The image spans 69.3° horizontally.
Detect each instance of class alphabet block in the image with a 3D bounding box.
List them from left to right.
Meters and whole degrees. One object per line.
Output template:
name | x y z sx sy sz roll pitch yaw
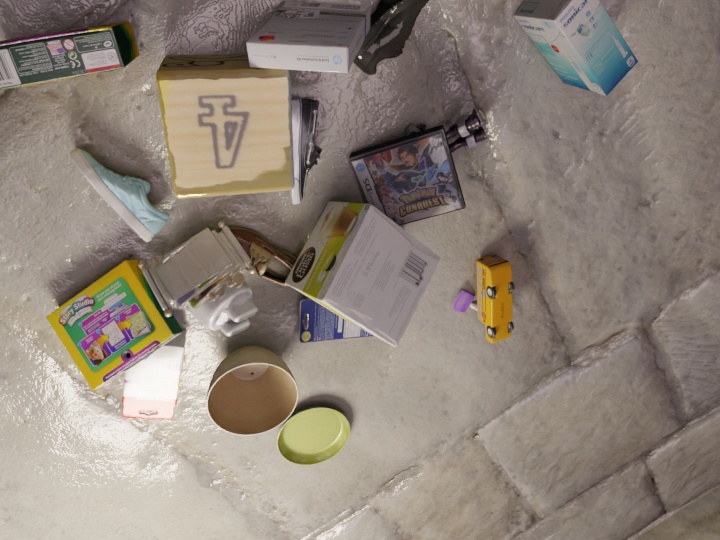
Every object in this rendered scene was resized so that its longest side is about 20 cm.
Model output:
alphabet block | -0.223 -0.251 0.883 0.196 0.196 0.200 -6 118 -13

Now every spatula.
spatula | 0.313 0.105 1.344 0.198 0.021 0.057 25 104 -28

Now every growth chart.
growth chart | -0.306 -0.001 0.979 0.198 0.146 0.018 -29 165 -4

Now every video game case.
video game case | 0.099 -0.184 1.073 0.197 0.026 0.182 -13 124 18

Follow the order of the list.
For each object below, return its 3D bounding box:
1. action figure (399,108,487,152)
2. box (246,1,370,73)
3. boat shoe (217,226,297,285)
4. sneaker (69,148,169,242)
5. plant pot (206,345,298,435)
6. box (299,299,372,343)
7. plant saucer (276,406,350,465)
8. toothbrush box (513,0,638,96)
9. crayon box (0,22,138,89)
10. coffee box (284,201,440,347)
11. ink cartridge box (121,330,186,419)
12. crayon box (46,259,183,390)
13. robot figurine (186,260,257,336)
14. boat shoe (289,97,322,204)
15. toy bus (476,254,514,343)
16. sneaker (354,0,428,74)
action figure | 0.159 -0.252 1.075 0.198 0.070 0.131 -25 130 15
box | -0.074 -0.376 0.827 0.153 0.202 0.042 6 132 8
boat shoe | -0.207 -0.026 1.080 0.198 0.074 0.076 23 110 -27
sneaker | -0.434 -0.151 0.955 0.082 0.074 0.201 -45 123 -17
plant pot | -0.249 0.250 1.184 0.197 0.135 0.203 -8 121 -13
box | -0.049 0.106 1.227 0.196 0.032 0.123 -4 119 -17
plant saucer | -0.126 0.434 1.385 0.196 0.031 0.203 -8 119 -13
toothbrush box | 0.411 -0.446 0.998 0.199 0.147 0.085 36 103 -31
crayon box | -0.448 -0.322 0.776 0.197 0.173 0.059 -14 118 -9
coffee box | 0.000 0.000 1.056 0.199 0.197 0.202 33 82 -30
ink cartridge box | -0.456 0.228 1.147 0.114 0.067 0.203 8 115 -20
crayon box | -0.485 0.106 1.032 0.198 0.058 0.174 -33 90 3
robot figurine | -0.296 0.037 1.036 0.200 0.113 0.170 44 116 14
boat shoe | -0.107 -0.227 1.008 0.067 0.072 0.204 -2 111 -14
toy bus | 0.329 0.072 1.281 0.064 0.078 0.203 -15 114 -19
sneaker | 0.060 -0.443 0.944 0.199 0.076 0.091 -37 132 13
